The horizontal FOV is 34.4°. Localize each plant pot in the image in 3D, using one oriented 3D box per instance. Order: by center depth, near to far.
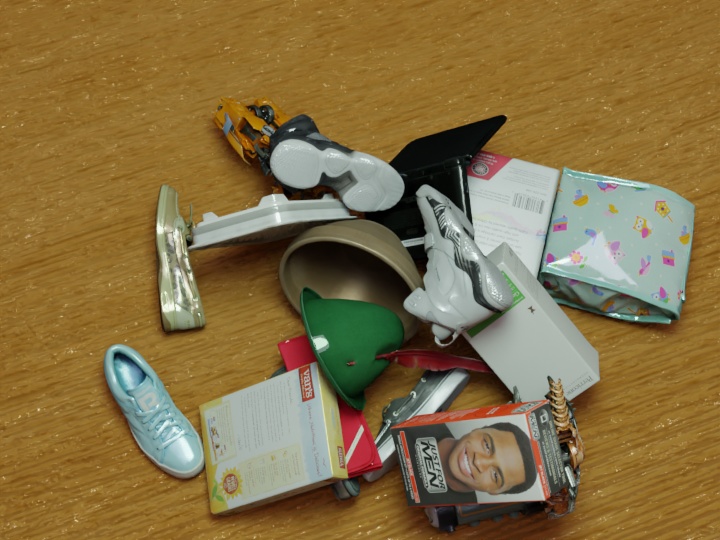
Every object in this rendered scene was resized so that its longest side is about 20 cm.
[{"bbox_3d":[0.000,0.000,1.520,0.198,0.202,0.093,20,51,6],"label":"plant pot"}]

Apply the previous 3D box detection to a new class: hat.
[{"bbox_3d":[0.042,0.067,1.450,0.174,0.200,0.168,-25,64,10],"label":"hat"}]

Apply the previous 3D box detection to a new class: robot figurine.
[{"bbox_3d":[-0.112,-0.165,1.612,0.144,0.059,0.201,-10,53,-49],"label":"robot figurine"}]

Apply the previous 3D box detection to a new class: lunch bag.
[{"bbox_3d":[0.348,-0.029,1.571,0.197,0.122,0.173,13,68,6],"label":"lunch bag"}]

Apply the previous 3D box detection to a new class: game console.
[{"bbox_3d":[0.105,-0.106,1.575,0.115,0.199,0.179,-6,87,-39],"label":"game console"}]

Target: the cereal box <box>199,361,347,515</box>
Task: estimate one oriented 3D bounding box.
[{"bbox_3d":[-0.111,0.212,1.453,0.198,0.039,0.146,-21,66,29],"label":"cereal box"}]

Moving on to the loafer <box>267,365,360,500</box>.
[{"bbox_3d":[-0.063,0.212,1.504,0.062,0.072,0.202,-29,64,7],"label":"loafer"}]

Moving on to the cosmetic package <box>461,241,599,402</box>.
[{"bbox_3d":[0.206,0.079,1.488,0.107,0.085,0.200,-39,99,20],"label":"cosmetic package"}]

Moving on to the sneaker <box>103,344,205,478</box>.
[{"bbox_3d":[-0.273,0.180,1.494,0.074,0.082,0.200,-38,75,-14],"label":"sneaker"}]

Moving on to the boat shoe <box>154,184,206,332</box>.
[{"bbox_3d":[-0.247,-0.018,1.581,0.062,0.073,0.204,-4,80,-9],"label":"boat shoe"}]

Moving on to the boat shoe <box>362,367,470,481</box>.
[{"bbox_3d":[0.061,0.189,1.513,0.056,0.069,0.200,39,67,18],"label":"boat shoe"}]

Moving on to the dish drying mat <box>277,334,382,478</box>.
[{"bbox_3d":[-0.039,0.168,1.475,0.076,0.018,0.202,-12,60,-20],"label":"dish drying mat"}]

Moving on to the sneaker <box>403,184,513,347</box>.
[{"bbox_3d":[0.095,-0.006,1.423,0.115,0.075,0.201,-40,59,16],"label":"sneaker"}]

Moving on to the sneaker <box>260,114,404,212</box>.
[{"bbox_3d":[-0.038,-0.146,1.520,0.198,0.076,0.114,15,28,-31],"label":"sneaker"}]

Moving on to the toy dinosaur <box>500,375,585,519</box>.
[{"bbox_3d":[0.233,0.204,1.382,0.101,0.202,0.137,3,36,-23],"label":"toy dinosaur"}]

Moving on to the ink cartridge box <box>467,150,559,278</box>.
[{"bbox_3d":[0.179,-0.052,1.593,0.145,0.086,0.203,16,71,4],"label":"ink cartridge box"}]

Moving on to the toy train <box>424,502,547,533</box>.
[{"bbox_3d":[0.167,0.262,1.479,0.197,0.085,0.116,-12,79,-6],"label":"toy train"}]

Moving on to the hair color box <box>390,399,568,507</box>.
[{"bbox_3d":[0.136,0.216,1.357,0.061,0.198,0.103,-15,91,-50],"label":"hair color box"}]

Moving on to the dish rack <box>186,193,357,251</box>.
[{"bbox_3d":[-0.115,-0.066,1.510,0.170,0.199,0.044,-14,87,30],"label":"dish rack"}]
